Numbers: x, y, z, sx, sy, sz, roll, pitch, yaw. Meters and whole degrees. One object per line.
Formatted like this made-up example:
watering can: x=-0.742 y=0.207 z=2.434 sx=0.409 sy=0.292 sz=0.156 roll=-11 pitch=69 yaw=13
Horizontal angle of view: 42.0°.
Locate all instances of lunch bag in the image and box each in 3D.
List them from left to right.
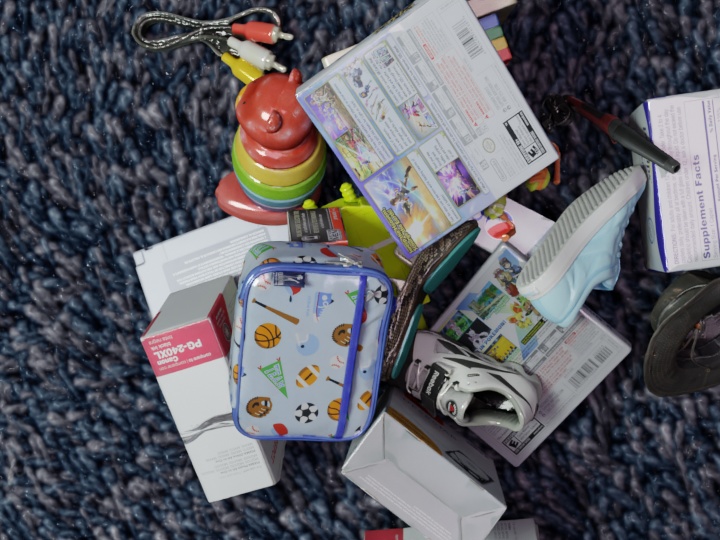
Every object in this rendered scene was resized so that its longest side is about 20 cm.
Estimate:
lunch bag: x=-0.046 y=0.068 z=0.911 sx=0.157 sy=0.076 sz=0.203 roll=5 pitch=114 yaw=-11

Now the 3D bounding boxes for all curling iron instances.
curling iron: x=0.267 y=-0.146 z=1.014 sx=0.050 sy=0.026 sz=0.200 roll=-51 pitch=45 yaw=0

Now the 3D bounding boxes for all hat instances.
hat: x=0.381 y=0.050 z=1.033 sx=0.197 sy=0.081 sz=0.203 roll=-13 pitch=132 yaw=-15

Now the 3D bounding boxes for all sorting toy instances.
sorting toy: x=0.070 y=-0.219 z=1.002 sx=0.197 sy=0.199 sz=0.071 roll=-20 pitch=96 yaw=5

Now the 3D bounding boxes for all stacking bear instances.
stacking bear: x=-0.089 y=-0.136 z=0.999 sx=0.112 sy=0.200 sz=0.123 roll=27 pitch=69 yaw=5

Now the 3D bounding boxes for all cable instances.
cable: x=-0.170 y=-0.278 z=1.093 sx=0.197 sy=0.050 sz=0.099 roll=19 pitch=95 yaw=3

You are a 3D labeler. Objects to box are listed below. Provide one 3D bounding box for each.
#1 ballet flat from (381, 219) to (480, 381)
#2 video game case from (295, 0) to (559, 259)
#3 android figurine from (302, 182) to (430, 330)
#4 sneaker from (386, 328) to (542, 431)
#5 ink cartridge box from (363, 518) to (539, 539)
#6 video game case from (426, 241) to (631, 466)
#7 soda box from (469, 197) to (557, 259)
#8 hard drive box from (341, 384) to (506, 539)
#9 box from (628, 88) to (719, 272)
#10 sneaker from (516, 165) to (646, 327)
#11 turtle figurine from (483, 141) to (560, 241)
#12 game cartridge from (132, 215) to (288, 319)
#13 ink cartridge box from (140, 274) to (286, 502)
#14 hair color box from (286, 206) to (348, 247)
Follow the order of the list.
ballet flat: x=0.051 y=0.019 z=1.011 sx=0.075 sy=0.068 sz=0.202 roll=30 pitch=91 yaw=15
video game case: x=0.065 y=-0.143 z=0.908 sx=0.180 sy=0.046 sz=0.201 roll=-33 pitch=109 yaw=9
android figurine: x=0.000 y=0.000 z=1.058 sx=0.180 sy=0.041 sz=0.202 roll=-25 pitch=112 yaw=5
sneaker: x=0.098 y=0.123 z=1.024 sx=0.197 sy=0.089 sz=0.075 roll=13 pitch=113 yaw=13
ink cartridge box: x=0.107 y=0.366 z=1.048 sx=0.196 sy=0.083 sz=0.148 roll=-6 pitch=112 yaw=5
video game case: x=0.169 y=0.097 z=1.053 sx=0.182 sy=0.022 sz=0.201 roll=39 pitch=114 yaw=0
soda box: x=0.125 y=-0.067 z=1.064 sx=0.198 sy=0.068 sz=0.064 roll=28 pitch=95 yaw=3
hard drive box: x=0.068 y=0.210 z=1.010 sx=0.155 sy=0.200 sz=0.077 roll=37 pitch=94 yaw=1
box: x=0.407 y=-0.101 z=1.020 sx=0.196 sy=0.105 sz=0.187 roll=-7 pitch=91 yaw=4
sneaker: x=0.248 y=-0.024 z=0.996 sx=0.200 sy=0.074 sz=0.082 roll=-46 pitch=106 yaw=-15
turtle figurine: x=0.141 y=-0.124 z=1.012 sx=0.160 sy=0.201 sz=0.065 roll=30 pitch=137 yaw=6
game cartridge: x=-0.157 y=0.009 z=1.108 sx=0.197 sy=0.040 sz=0.135 roll=-19 pitch=86 yaw=5
ink cartridge box: x=-0.154 y=0.128 z=1.032 sx=0.082 sy=0.145 sz=0.203 roll=-17 pitch=106 yaw=6
hair color box: x=-0.042 y=0.046 z=0.996 sx=0.060 sy=0.102 sz=0.203 roll=-5 pitch=115 yaw=-5
